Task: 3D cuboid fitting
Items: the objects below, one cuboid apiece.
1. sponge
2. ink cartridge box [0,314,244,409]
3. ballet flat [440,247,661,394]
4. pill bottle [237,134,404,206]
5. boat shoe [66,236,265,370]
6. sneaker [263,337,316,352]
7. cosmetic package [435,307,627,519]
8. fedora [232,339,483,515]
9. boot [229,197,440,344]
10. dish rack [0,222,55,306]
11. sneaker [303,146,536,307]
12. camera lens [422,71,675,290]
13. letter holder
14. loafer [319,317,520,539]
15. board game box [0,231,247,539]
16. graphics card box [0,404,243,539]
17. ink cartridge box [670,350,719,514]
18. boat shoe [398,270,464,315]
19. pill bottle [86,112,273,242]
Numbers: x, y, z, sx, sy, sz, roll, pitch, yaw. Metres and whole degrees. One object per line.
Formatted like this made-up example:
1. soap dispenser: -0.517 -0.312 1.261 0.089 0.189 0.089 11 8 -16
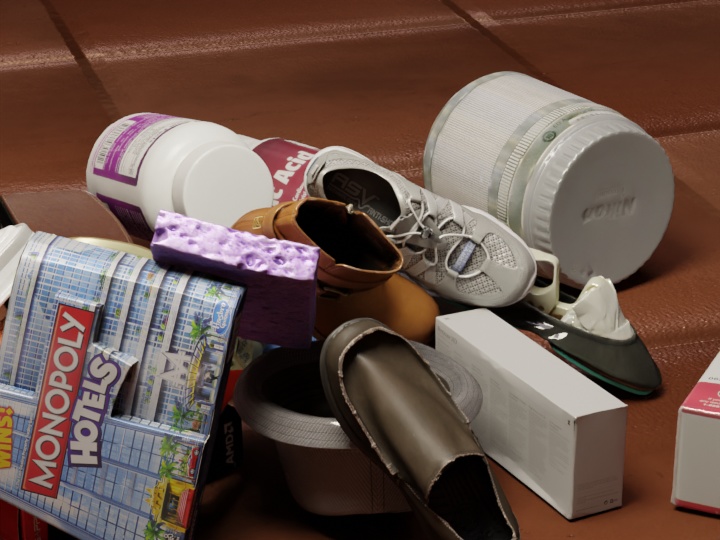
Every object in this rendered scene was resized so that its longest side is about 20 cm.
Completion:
1. sponge: -0.085 0.010 1.510 0.111 0.030 0.200 12 -16 1
2. ink cartridge box: -0.196 0.080 1.570 0.199 0.050 0.162 -1 20 17
3. ballet flat: 0.155 0.029 1.706 0.199 0.069 0.068 25 26 4
4. pill bottle: -0.053 -0.056 1.948 0.199 0.115 0.114 19 29 40
5. boat shoe: -0.155 0.033 1.675 0.199 0.063 0.073 26 -26 -28
6. sneaker: -0.064 0.030 1.773 0.078 0.090 0.200 -13 27 -27
7. cosmetic package: 0.123 0.101 1.599 0.050 0.083 0.200 -12 25 -24
8. fedora: -0.001 0.119 1.545 0.176 0.091 0.200 -6 15 -15
9. boot: 0.000 0.000 1.601 0.199 0.077 0.155 27 -22 -20
10. dish rack: -0.331 0.030 1.665 0.172 0.044 0.200 -52 18 -27
11. sneaker: 0.040 -0.027 1.660 0.199 0.075 0.082 26 7 4
12. camera lens: 0.164 -0.083 1.946 0.159 0.161 0.200 -14 25 -30
13. letter holder: -0.215 0.008 1.822 0.141 0.101 0.200 -6 23 -18
14. loafer: 0.049 0.115 1.415 0.073 0.200 0.071 -37 6 -18
15. board game box: -0.194 0.086 1.438 0.199 0.201 0.062 13 12 3
16. graphics card box: -0.199 0.132 1.578 0.199 0.051 0.125 -18 27 -37
17. ink cartridge box: 0.325 0.106 1.575 0.144 0.084 0.200 9 24 23
18. boat shoe: 0.040 -0.010 1.776 0.071 0.091 0.200 -24 -24 36
19. pill bottle: -0.152 -0.074 1.858 0.112 0.113 0.200 -12 13 -26
